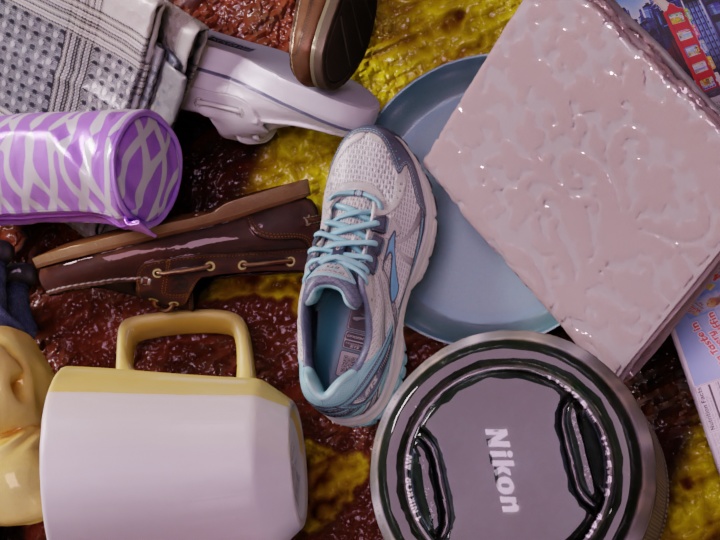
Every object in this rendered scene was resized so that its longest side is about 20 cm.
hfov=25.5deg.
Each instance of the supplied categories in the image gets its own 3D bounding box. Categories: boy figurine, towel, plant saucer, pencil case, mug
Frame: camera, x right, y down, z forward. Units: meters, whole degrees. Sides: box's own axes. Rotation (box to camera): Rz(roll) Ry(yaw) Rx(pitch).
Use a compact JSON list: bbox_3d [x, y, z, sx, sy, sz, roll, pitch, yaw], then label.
[{"bbox_3d":[-0.236,0.083,1.078,0.064,0.124,0.201,-18,64,6],"label":"boy figurine"},{"bbox_3d":[-0.215,-0.133,1.128,0.200,0.035,0.193,31,113,17],"label":"towel"},{"bbox_3d":[0.087,-0.046,1.070,0.199,0.027,0.201,-3,80,18],"label":"plant saucer"},{"bbox_3d":[0.141,-0.059,0.972,0.200,0.032,0.191,51,135,20],"label":"towel"},{"bbox_3d":[-0.217,-0.065,1.082,0.199,0.084,0.086,-2,63,32],"label":"pencil case"},{"bbox_3d":[-0.117,0.114,1.039,0.153,0.149,0.187,-5,84,5],"label":"mug"}]

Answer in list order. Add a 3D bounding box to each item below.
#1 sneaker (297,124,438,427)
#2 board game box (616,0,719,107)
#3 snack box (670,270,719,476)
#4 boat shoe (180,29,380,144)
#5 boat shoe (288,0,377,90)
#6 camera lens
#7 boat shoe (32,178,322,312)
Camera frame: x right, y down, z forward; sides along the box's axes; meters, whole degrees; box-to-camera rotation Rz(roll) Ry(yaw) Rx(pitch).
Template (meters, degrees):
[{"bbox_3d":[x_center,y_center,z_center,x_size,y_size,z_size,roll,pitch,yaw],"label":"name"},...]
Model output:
[{"bbox_3d":[0.000,0.000,1.031,0.077,0.086,0.201,1,82,20],"label":"sneaker"},{"bbox_3d":[0.214,-0.183,1.042,0.199,0.062,0.200,-19,71,-2],"label":"board game box"},{"bbox_3d":[0.236,0.034,1.023,0.072,0.024,0.201,-20,74,12],"label":"snack box"},{"bbox_3d":[-0.079,-0.122,1.120,0.200,0.074,0.066,23,112,25],"label":"boat shoe"},{"bbox_3d":[-0.024,-0.203,1.098,0.068,0.072,0.200,7,53,14],"label":"boat shoe"},{"bbox_3d":[0.101,0.126,0.946,0.159,0.200,0.161,-3,78,14],"label":"camera lens"},{"bbox_3d":[-0.122,-0.006,1.090,0.199,0.070,0.071,-13,96,3],"label":"boat shoe"}]
